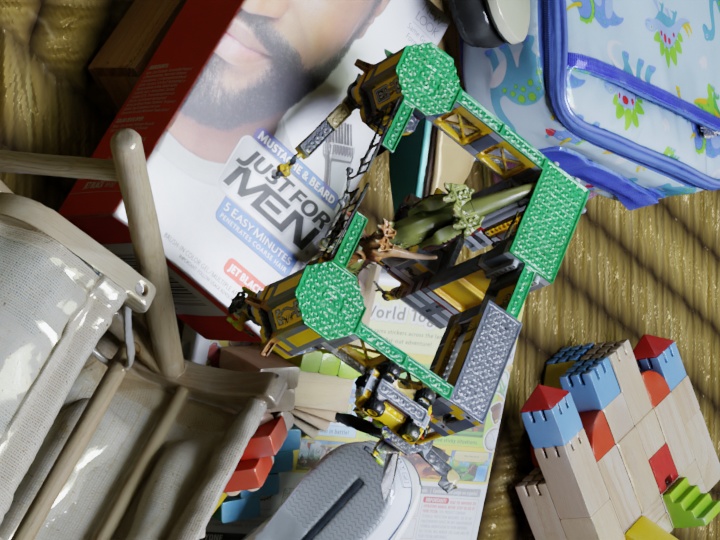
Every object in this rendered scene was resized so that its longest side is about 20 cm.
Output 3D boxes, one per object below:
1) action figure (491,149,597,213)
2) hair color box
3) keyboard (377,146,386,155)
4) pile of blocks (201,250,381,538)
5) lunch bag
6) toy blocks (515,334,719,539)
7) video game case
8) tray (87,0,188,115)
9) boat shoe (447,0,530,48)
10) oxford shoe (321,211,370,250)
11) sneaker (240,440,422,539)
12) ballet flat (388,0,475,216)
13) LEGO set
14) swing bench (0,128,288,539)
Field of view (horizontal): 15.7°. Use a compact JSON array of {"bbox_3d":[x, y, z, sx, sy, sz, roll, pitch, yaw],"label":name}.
[{"bbox_3d":[0.071,-0.116,1.550,0.199,0.149,0.135,21,70,-33],"label":"action figure"},{"bbox_3d":[-0.051,-0.077,1.306,0.111,0.064,0.201,40,67,-29],"label":"hair color box"},{"bbox_3d":[-0.010,-0.152,1.403,0.104,0.039,0.201,-26,113,-52],"label":"keyboard"},{"bbox_3d":[-0.042,0.078,1.332,0.082,0.062,0.200,37,83,-32],"label":"pile of blocks"},{"bbox_3d":[0.138,-0.125,1.462,0.200,0.082,0.162,20,67,-50],"label":"lunch bag"},{"bbox_3d":[0.160,0.109,1.693,0.200,0.100,0.137,-36,110,-47],"label":"toy blocks"},{"bbox_3d":[-0.013,0.088,1.401,0.199,0.023,0.183,6,99,-31],"label":"video game case"},{"bbox_3d":[-0.065,-0.140,1.390,0.200,0.037,0.099,-59,137,-32],"label":"tray"},{"bbox_3d":[0.043,-0.188,1.371,0.074,0.063,0.202,53,18,-50],"label":"boat shoe"},{"bbox_3d":[0.000,0.000,1.463,0.200,0.070,0.075,-4,94,-55],"label":"oxford shoe"},{"bbox_3d":[-0.041,0.168,1.348,0.200,0.073,0.071,-41,158,11],"label":"sneaker"},{"bbox_3d":[0.049,-0.115,1.443,0.063,0.069,0.201,0,84,-18],"label":"ballet flat"},{"bbox_3d":[0.012,0.000,1.274,0.153,0.116,0.201,28,62,-24],"label":"LEGO set"},{"bbox_3d":[-0.157,0.068,1.202,0.199,0.129,0.200,-62,143,-31],"label":"swing bench"}]
